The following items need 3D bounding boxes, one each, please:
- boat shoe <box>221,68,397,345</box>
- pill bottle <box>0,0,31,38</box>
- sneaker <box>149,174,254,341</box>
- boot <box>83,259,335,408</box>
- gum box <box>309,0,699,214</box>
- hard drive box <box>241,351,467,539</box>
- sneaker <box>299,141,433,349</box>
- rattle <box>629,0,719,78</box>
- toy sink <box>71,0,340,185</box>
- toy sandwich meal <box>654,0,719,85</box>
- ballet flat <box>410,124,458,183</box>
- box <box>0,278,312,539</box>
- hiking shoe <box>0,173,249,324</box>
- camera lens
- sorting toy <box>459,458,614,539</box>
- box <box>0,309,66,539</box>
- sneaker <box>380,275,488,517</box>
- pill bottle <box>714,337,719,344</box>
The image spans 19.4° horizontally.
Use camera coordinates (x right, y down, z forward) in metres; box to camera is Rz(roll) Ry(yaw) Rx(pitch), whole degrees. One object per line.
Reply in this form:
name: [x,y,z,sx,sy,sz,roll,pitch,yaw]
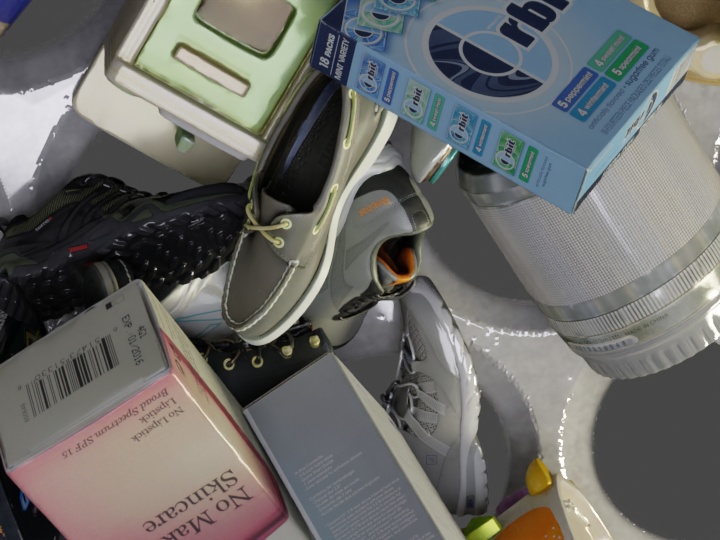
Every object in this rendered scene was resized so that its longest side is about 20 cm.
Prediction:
boat shoe: [-0.046,-0.046,1.401,0.060,0.072,0.202,17,101,-56]
pill bottle: [-0.235,-0.249,1.389,0.116,0.116,0.200,38,101,-17]
sneaker: [-0.089,-0.005,1.528,0.200,0.070,0.080,-32,133,1]
boot: [-0.102,0.056,1.476,0.153,0.074,0.204,-23,124,-12]
gum box: [0.096,-0.143,1.373,0.200,0.170,0.045,30,138,15]
hard drive box: [0.018,0.176,1.447,0.077,0.200,0.156,-33,151,3]
sneaker: [0.000,0.000,1.488,0.074,0.079,0.200,-25,154,-30]
rattle: [0.210,-0.189,1.392,0.130,0.143,0.200,-28,126,34]
toy sink: [-0.099,-0.152,1.442,0.130,0.112,0.200,29,103,-15]
toy sandwich meal: [0.269,-0.228,1.489,0.204,0.070,0.206,-1,120,-2]
ballet flat: [0.078,-0.145,1.462,0.069,0.069,0.200,47,64,-19]
box: [-0.138,0.129,1.390,0.128,0.109,0.200,-32,127,3]
hiking shoe: [-0.168,-0.038,1.475,0.199,0.101,0.076,-15,141,6]
camera lens: [0.174,-0.044,1.488,0.160,0.160,0.200,-33,110,5]
sorting toy: [0.097,0.236,1.588,0.180,0.200,0.107,-29,66,10]
box: [-0.246,0.124,1.475,0.046,0.200,0.159,-13,110,8]
sneaker: [0.046,0.102,1.569,0.082,0.075,0.201,-11,111,-5]
pill bottle: [0.352,0.071,1.576,0.200,0.113,0.113,36,102,-18]
